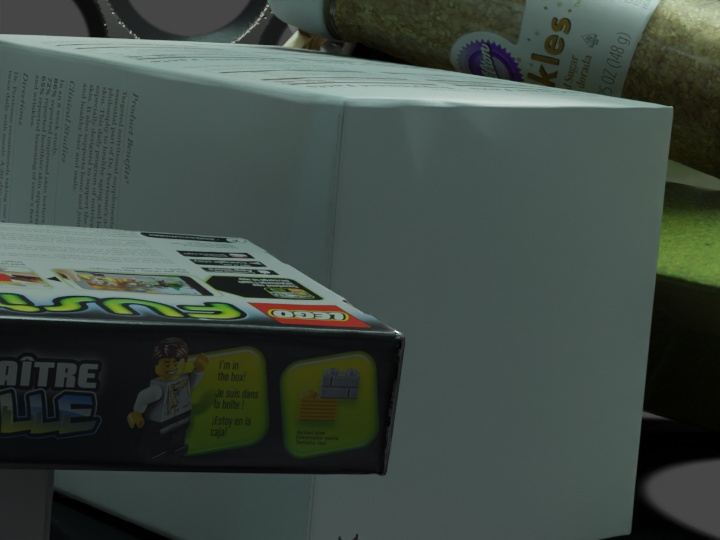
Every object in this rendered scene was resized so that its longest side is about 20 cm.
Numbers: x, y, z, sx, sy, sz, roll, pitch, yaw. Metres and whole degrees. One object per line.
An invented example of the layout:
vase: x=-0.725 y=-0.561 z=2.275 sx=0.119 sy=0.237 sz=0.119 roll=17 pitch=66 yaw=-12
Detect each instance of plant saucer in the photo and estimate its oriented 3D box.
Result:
plant saucer: x=0.146 y=0.017 z=0.871 sx=0.199 sy=0.048 sz=0.200 roll=13 pitch=-15 yaw=41

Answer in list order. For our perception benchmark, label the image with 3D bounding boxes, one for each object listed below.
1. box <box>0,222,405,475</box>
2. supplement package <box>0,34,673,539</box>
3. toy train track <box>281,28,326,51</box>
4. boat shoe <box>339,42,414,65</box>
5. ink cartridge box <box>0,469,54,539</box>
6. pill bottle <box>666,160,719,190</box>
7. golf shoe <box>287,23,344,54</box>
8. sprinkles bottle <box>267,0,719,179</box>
box: x=-0.103 y=0.014 z=0.526 sx=0.199 sy=0.035 sz=0.110 roll=3 pitch=11 yaw=-23
supplement package: x=-0.022 y=0.005 z=0.784 sx=0.150 sy=0.152 sz=0.200 roll=-3 pitch=11 yaw=-42
toy train track: x=-0.032 y=-0.067 z=0.939 sx=0.032 sy=0.115 sz=0.200 roll=34 pitch=49 yaw=6
boat shoe: x=0.008 y=-0.040 z=0.919 sx=0.072 sy=0.200 sz=0.059 roll=18 pitch=-3 yaw=31
ink cartridge box: x=-0.197 y=0.057 z=0.561 sx=0.199 sy=0.085 sz=0.144 roll=8 pitch=10 yaw=20
pill bottle: x=0.179 y=-0.033 z=0.976 sx=0.200 sy=0.111 sz=0.111 roll=47 pitch=-17 yaw=-32
golf shoe: x=0.011 y=-0.084 z=1.133 sx=0.092 sy=0.073 sz=0.200 roll=-5 pitch=-36 yaw=38
sprinkles bottle: x=0.065 y=-0.093 z=0.840 sx=0.200 sy=0.068 sz=0.068 roll=22 pitch=14 yaw=20
